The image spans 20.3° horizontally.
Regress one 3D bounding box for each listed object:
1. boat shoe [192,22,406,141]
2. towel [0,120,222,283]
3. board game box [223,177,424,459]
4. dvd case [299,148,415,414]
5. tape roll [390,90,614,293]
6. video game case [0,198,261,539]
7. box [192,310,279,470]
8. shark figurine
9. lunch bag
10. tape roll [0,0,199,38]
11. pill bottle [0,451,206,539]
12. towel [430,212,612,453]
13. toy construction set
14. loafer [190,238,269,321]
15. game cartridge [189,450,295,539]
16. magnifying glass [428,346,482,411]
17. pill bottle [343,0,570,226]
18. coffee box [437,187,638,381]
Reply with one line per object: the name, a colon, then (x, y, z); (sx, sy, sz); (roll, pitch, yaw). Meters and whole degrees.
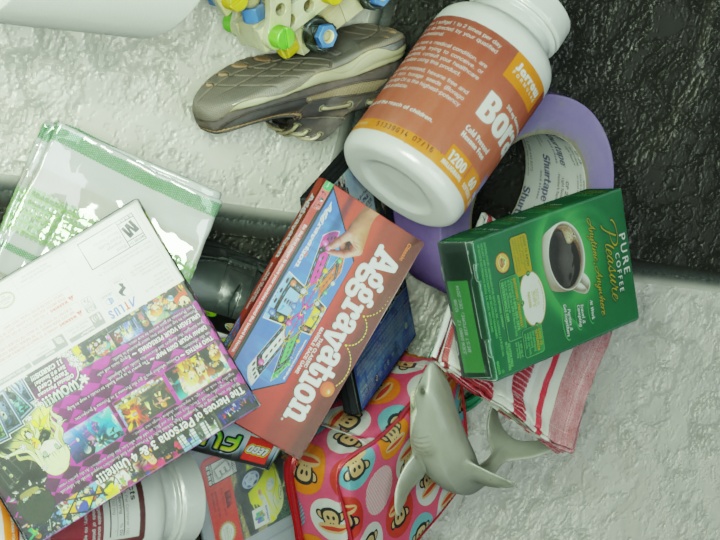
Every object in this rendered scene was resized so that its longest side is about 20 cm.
boat shoe: (-0.042, -0.138, 1.610); (0.200, 0.074, 0.073); (-22, 120, -29)
towel: (-0.206, 0.004, 1.503); (0.149, 0.031, 0.200); (24, 83, -8)
board game box: (-0.040, 0.039, 1.582); (0.103, 0.019, 0.200); (32, 85, -26)
dvd case: (0.000, 0.000, 1.678); (0.143, 0.018, 0.200); (-51, 136, -55)
tape roll: (0.122, -0.067, 1.763); (0.200, 0.085, 0.200); (-15, 116, -34)
video game case: (-0.203, 0.074, 1.474); (0.200, 0.036, 0.182); (-32, 94, -11)
box: (-0.141, 0.084, 1.594); (0.200, 0.035, 0.110); (17, 112, -25)
shark figurine: (0.105, 0.168, 1.737); (0.214, 0.089, 0.128); (30, 75, -58)
lunch bag: (0.021, 0.182, 1.755); (0.200, 0.082, 0.177); (-41, 132, -43)
tape roll: (-0.196, -0.262, 1.351); (0.139, 0.203, 0.203); (1, 107, -38)
pill bottle: (-0.227, 0.188, 1.568); (0.200, 0.113, 0.113); (-4, 110, -38)
towel: (0.145, 0.057, 1.736); (0.200, 0.023, 0.144); (36, 66, -41)
toy construction set: (-0.037, -0.242, 1.567); (0.200, 0.092, 0.131); (-32, 125, -12)
loafer: (-0.098, 0.018, 1.629); (0.200, 0.070, 0.068); (12, 101, -41)
game cartridge: (-0.094, 0.174, 1.721); (0.133, 0.041, 0.200); (-29, 124, -31)
magnifying glass: (0.127, 0.045, 1.854); (0.080, 0.022, 0.200); (41, 80, -41)
pill bottle: (0.083, -0.143, 1.624); (0.200, 0.112, 0.112); (-55, 132, -18)
coffee box: (0.154, 0.009, 1.697); (0.200, 0.044, 0.123); (-21, 105, -42)
